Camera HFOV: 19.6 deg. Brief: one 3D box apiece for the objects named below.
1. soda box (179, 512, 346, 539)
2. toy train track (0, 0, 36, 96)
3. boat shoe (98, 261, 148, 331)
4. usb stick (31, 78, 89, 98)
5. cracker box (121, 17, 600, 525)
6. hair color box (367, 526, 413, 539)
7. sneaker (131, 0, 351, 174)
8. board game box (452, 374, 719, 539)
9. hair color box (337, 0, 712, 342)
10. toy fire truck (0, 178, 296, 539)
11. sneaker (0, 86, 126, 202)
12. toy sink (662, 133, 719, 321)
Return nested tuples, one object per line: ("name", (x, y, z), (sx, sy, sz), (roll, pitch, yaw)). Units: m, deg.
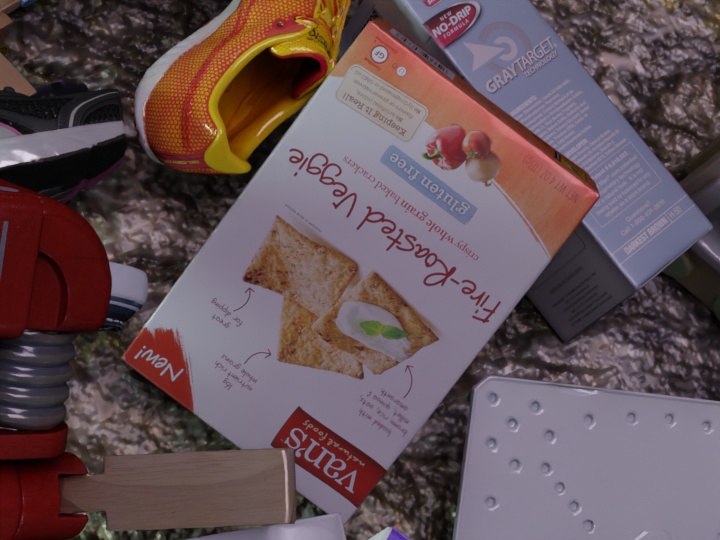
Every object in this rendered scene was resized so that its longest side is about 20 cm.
("soda box", (-0.103, 0.163, 0.947), (0.200, 0.064, 0.068), (-8, 75, -20))
("toy train track", (-0.177, -0.136, 1.043), (0.200, 0.033, 0.115), (-37, 77, -29))
("boat shoe", (-0.196, 0.042, 0.962), (0.200, 0.071, 0.091), (-2, 81, -15))
("usb stick", (-0.219, -0.046, 0.998), (0.200, 0.033, 0.056), (-17, 71, -21))
("cracker box", (0.000, 0.000, 0.983), (0.134, 0.058, 0.200), (36, 100, -2))
("hair color box", (-0.028, 0.212, 0.853), (0.065, 0.109, 0.200), (36, 62, -5))
("sneaker", (-0.031, -0.123, 1.025), (0.077, 0.073, 0.200), (14, 64, 35))
("board game box", (0.134, 0.159, 1.006), (0.200, 0.026, 0.200), (7, 91, -14))
("hair color box", (0.078, -0.069, 1.058), (0.061, 0.099, 0.200), (-37, 86, -24))
("toy fire truck", (-0.135, 0.052, 0.899), (0.200, 0.129, 0.176), (3, 100, -40))
("sneaker", (-0.203, -0.068, 0.949), (0.200, 0.080, 0.087), (-11, 77, -23))
("toy sink", (0.225, -0.033, 1.075), (0.112, 0.130, 0.200), (40, 67, -1))
